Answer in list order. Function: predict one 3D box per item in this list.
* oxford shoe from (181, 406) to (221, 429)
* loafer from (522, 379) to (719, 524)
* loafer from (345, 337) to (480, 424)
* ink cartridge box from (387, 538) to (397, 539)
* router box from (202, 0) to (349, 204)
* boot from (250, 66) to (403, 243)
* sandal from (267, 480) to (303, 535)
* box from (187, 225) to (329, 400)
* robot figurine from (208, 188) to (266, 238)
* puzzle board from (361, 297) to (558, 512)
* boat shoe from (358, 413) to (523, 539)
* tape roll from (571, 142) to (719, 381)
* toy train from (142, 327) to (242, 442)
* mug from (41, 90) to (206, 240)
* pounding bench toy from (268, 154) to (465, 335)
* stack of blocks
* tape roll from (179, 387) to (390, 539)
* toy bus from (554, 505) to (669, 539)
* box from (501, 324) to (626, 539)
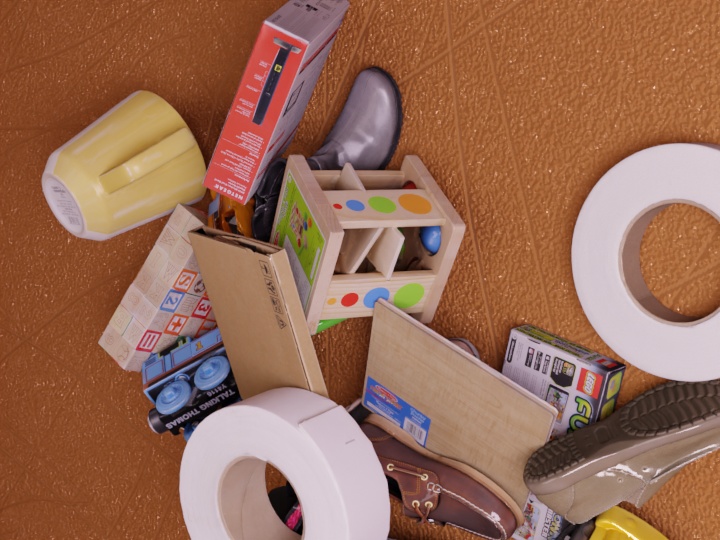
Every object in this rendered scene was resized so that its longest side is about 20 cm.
[{"bbox_3d":[-0.146,0.176,1.242,0.200,0.074,0.071,-17,85,42],"label":"oxford shoe"},{"bbox_3d":[0.239,0.155,0.878,0.199,0.076,0.068,-24,112,16],"label":"loafer"},{"bbox_3d":[0.042,0.137,1.077,0.200,0.063,0.072,-39,71,38],"label":"loafer"},{"bbox_3d":[0.044,0.374,1.051,0.197,0.047,0.201,10,108,-2],"label":"ink cartridge box"},{"bbox_3d":[-0.084,-0.186,1.057,0.049,0.200,0.180,25,117,-1],"label":"router box"},{"bbox_3d":[-0.035,-0.113,1.063,0.070,0.131,0.201,32,116,35],"label":"boot"},{"bbox_3d":[-0.064,0.240,1.038,0.200,0.045,0.075,-27,43,53],"label":"sandal"},{"bbox_3d":[-0.098,0.059,1.012,0.163,0.021,0.201,16,127,52],"label":"box"},{"bbox_3d":[-0.105,-0.014,1.142,0.058,0.145,0.201,-27,69,46],"label":"robot figurine"},{"bbox_3d":[0.088,0.128,0.977,0.200,0.017,0.151,32,138,25],"label":"puzzle board"},{"bbox_3d":[0.061,0.215,1.006,0.200,0.070,0.071,23,139,33],"label":"boat shoe"},{"bbox_3d":[0.275,-0.008,0.867,0.202,0.037,0.204,7,100,40],"label":"tape roll"},{"bbox_3d":[-0.161,0.116,1.195,0.200,0.087,0.114,-30,36,5],"label":"toy train"},{"bbox_3d":[-0.281,-0.122,1.189,0.149,0.153,0.187,45,147,15],"label":"mug"},{"bbox_3d":[0.000,0.000,1.029,0.124,0.155,0.200,-119,35,-44],"label":"pounding bench toy"},{"bbox_3d":[-0.217,0.028,1.254,0.059,0.115,0.200,37,101,31],"label":"stack of blocks"},{"bbox_3d":[-0.072,0.212,0.953,0.202,0.071,0.203,7,102,34],"label":"tape roll"},{"bbox_3d":[0.185,0.333,0.877,0.136,0.192,0.200,39,124,5],"label":"toy bus"},{"bbox_3d":[0.175,0.165,0.982,0.110,0.035,0.201,24,111,37],"label":"box"}]
